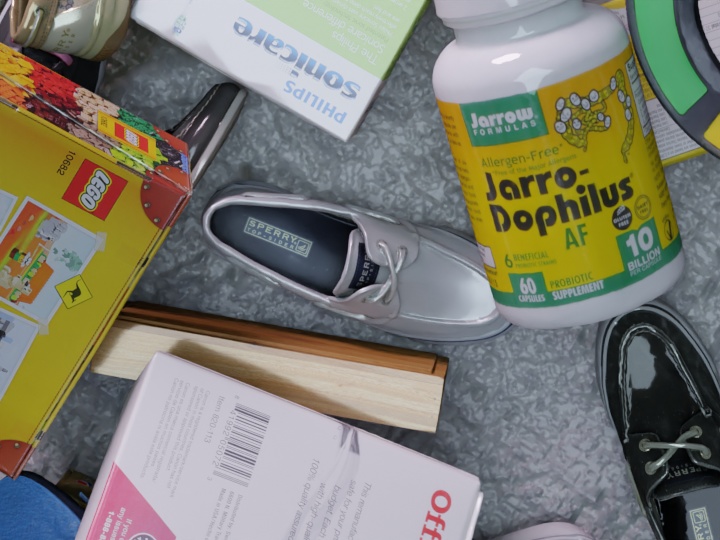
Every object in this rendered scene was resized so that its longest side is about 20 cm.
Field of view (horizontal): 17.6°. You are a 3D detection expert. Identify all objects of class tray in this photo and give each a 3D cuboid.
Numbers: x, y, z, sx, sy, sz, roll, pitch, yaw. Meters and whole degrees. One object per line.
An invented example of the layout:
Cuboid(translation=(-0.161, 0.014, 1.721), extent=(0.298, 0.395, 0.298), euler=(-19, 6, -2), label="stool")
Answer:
Cuboid(translation=(-0.050, 0.054, 1.353), extent=(0.199, 0.099, 0.037), euler=(9, 95, 3), label="tray")

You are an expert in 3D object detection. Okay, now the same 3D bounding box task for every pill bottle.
Cuboid(translation=(0.104, -0.079, 1.286), extent=(0.112, 0.113, 0.201), euler=(-15, 106, 6), label="pill bottle")

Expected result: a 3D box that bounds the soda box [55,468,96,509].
Cuboid(translation=(-0.189, 0.226, 1.399), extent=(0.067, 0.064, 0.201), euler=(24, 96, 0), label="soda box")

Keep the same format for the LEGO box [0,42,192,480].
Cuboid(translation=(-0.205, -0.009, 1.275), extent=(0.148, 0.077, 0.201), euler=(28, 108, -17), label="LEGO box")

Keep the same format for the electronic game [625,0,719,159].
Cuboid(translation=(0.233, -0.141, 1.217), extent=(0.199, 0.042, 0.201), euler=(10, 113, 26), label="electronic game")

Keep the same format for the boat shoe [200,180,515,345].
Cuboid(translation=(0.000, 0.000, 1.361), extent=(0.199, 0.065, 0.074), euler=(13, 96, 3), label="boat shoe")

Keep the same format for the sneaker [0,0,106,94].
Cuboid(translation=(-0.197, -0.086, 1.345), extent=(0.070, 0.099, 0.201), euler=(23, 98, -8), label="sneaker")

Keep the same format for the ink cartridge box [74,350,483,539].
Cuboid(translation=(-0.051, 0.154, 1.273), extent=(0.199, 0.083, 0.147), euler=(22, 66, -8), label="ink cartridge box")

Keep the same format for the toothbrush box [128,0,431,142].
Cuboid(translation=(-0.019, -0.196, 1.332), extent=(0.145, 0.086, 0.201), euler=(29, 96, 0), label="toothbrush box")

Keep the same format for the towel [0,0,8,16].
Cuboid(translation=(-0.282, -0.174, 1.385), extent=(0.152, 0.023, 0.201), euler=(25, 97, 2), label="towel")

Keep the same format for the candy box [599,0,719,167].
Cuboid(translation=(0.161, -0.109, 1.357), extent=(0.199, 0.026, 0.103), euler=(-18, 96, 5), label="candy box")

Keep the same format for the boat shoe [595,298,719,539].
Cuboid(translation=(0.190, 0.112, 1.359), extent=(0.070, 0.064, 0.201), euler=(-19, 94, 6), label="boat shoe")

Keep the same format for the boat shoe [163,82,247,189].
Cuboid(translation=(-0.141, -0.035, 1.368), extent=(0.057, 0.067, 0.201), euler=(34, 101, -5), label="boat shoe")

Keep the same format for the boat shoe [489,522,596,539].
Cuboid(translation=(0.058, 0.207, 1.350), extent=(0.199, 0.069, 0.072), euler=(-12, 112, -15), label="boat shoe")

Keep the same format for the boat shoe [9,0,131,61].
Cuboid(translation=(-0.169, -0.220, 1.321), extent=(0.062, 0.073, 0.201), euler=(4, 71, -30), label="boat shoe")

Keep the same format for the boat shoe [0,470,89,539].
Cuboid(translation=(-0.145, 0.199, 1.330), extent=(0.084, 0.069, 0.201), euler=(-34, 92, 15), label="boat shoe")
